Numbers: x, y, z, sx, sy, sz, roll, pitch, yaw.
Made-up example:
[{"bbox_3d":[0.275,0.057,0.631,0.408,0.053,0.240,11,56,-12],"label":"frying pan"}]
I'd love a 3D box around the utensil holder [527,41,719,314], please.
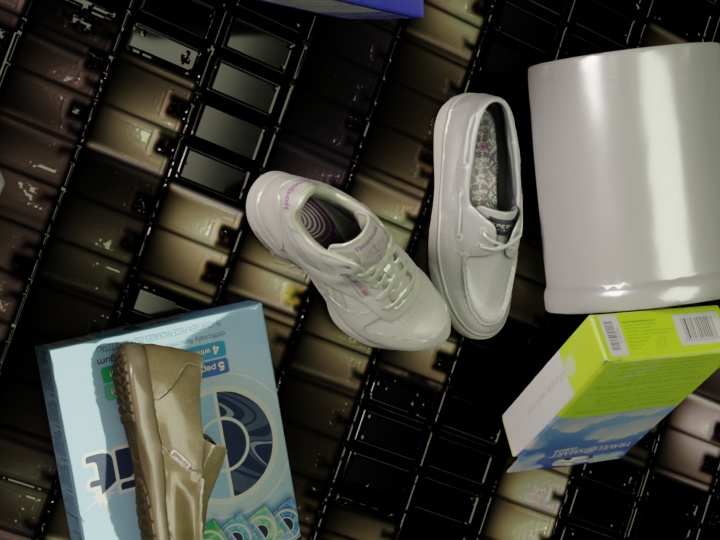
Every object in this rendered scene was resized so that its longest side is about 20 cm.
[{"bbox_3d":[0.223,-0.075,1.400,0.170,0.170,0.200,-8,92,-24],"label":"utensil holder"}]

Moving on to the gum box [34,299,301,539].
[{"bbox_3d":[-0.141,0.137,1.304,0.170,0.045,0.200,-12,97,-24],"label":"gum box"}]

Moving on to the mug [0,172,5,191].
[{"bbox_3d":[-0.343,-0.036,1.150,0.175,0.148,0.200,24,123,-10],"label":"mug"}]

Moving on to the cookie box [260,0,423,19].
[{"bbox_3d":[-0.023,-0.277,1.269,0.200,0.075,0.172,-5,95,-66],"label":"cookie box"}]

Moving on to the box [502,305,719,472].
[{"bbox_3d":[0.201,0.098,1.401,0.122,0.200,0.048,-4,61,-24],"label":"box"}]

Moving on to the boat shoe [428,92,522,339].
[{"bbox_3d":[0.102,-0.043,1.396,0.072,0.068,0.200,3,91,-25],"label":"boat shoe"}]

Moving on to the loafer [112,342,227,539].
[{"bbox_3d":[-0.128,0.147,1.245,0.067,0.076,0.200,-11,97,-16],"label":"loafer"}]

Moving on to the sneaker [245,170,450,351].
[{"bbox_3d":[0.000,0.000,1.335,0.200,0.100,0.075,39,74,-22],"label":"sneaker"}]
